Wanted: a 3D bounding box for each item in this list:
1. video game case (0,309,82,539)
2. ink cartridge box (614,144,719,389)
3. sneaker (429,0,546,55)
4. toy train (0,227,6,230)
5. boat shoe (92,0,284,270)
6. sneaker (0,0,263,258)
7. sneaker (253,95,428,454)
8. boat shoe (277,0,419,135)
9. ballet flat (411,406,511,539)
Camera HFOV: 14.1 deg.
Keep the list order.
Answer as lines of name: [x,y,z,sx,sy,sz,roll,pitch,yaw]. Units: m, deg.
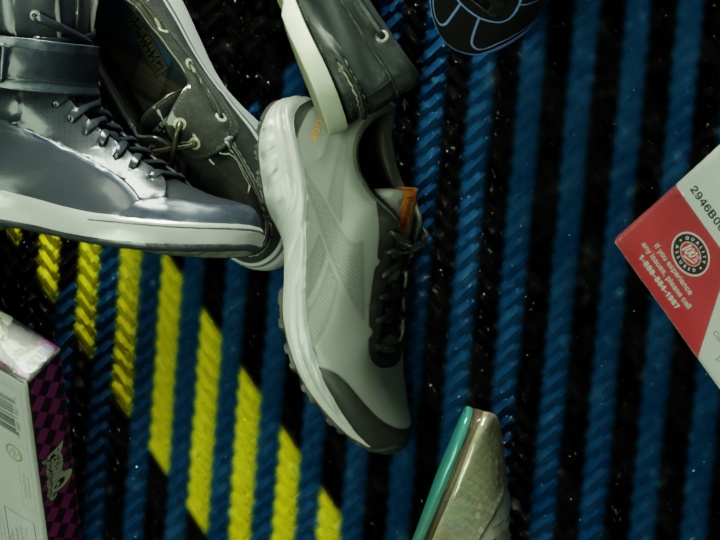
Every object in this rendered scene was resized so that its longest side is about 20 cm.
video game case: [-0.242,0.069,1.664,0.181,0.036,0.200,30,148,21]
ink cartridge box: [0.247,-0.022,1.400,0.200,0.084,0.144,-43,72,27]
sneaker: [0.072,-0.169,1.455,0.070,0.078,0.200,31,139,6]
toy train: [-0.240,-0.107,1.636,0.085,0.116,0.200,14,122,40]
boat shoe: [-0.102,-0.084,1.621,0.069,0.057,0.200,-39,75,28]
sneaker: [-0.138,-0.086,1.566,0.202,0.077,0.147,12,89,16]
sneaker: [0.000,0.000,1.561,0.079,0.074,0.201,-12,89,26]
boat shoe: [-0.020,-0.168,1.556,0.066,0.075,0.200,-19,60,-1]
ballet flat: [0.049,0.164,1.563,0.062,0.067,0.200,22,112,-1]
